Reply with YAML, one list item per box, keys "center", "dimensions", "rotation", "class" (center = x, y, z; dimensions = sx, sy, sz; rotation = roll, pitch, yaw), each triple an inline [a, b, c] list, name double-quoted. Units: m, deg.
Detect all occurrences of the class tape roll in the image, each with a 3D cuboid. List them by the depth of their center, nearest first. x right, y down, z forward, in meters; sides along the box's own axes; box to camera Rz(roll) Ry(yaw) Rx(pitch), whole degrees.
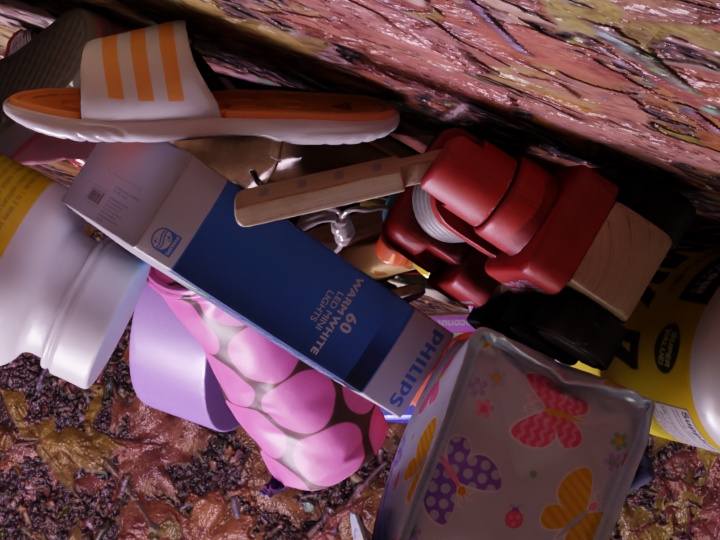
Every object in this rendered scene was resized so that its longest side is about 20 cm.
- center: [-0.100, 0.018, 1.676]
  dimensions: [0.065, 0.201, 0.200]
  rotation: [19, 175, 16]
  class: "tape roll"

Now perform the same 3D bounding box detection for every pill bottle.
- center: [0.204, 0.044, 1.226]
  dimensions: [0.114, 0.115, 0.200]
  rotation: [22, 174, -30]
  class: "pill bottle"
- center: [-0.222, -0.015, 1.230]
  dimensions: [0.199, 0.112, 0.111]
  rotation: [26, 176, 1]
  class: "pill bottle"

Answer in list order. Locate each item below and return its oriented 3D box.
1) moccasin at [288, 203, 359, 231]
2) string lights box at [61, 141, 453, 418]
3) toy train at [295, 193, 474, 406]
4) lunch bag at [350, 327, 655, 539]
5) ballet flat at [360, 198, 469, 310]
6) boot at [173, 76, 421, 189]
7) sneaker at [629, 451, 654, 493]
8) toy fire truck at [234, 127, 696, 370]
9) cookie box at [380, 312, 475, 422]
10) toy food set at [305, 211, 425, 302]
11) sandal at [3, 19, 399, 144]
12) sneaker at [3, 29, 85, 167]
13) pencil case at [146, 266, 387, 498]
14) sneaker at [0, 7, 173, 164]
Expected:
- center: [-0.097, -0.061, 1.466]
  dimensions: [0.199, 0.081, 0.068]
  rotation: [16, -174, 28]
  class: "moccasin"
- center: [-0.055, -0.001, 1.203]
  dimensions: [0.200, 0.059, 0.103]
  rotation: [34, 177, -34]
  class: "string lights box"
- center: [0.052, 0.024, 1.328]
  dimensions: [0.200, 0.150, 0.056]
  rotation: [51, -164, -40]
  class: "toy train"
- center: [0.058, 0.139, 1.158]
  dimensions: [0.127, 0.201, 0.170]
  rotation: [21, 177, -1]
  class: "lunch bag"
- center: [0.042, -0.014, 1.581]
  dimensions: [0.199, 0.070, 0.069]
  rotation: [14, 175, 2]
  class: "ballet flat"
- center: [-0.045, -0.063, 1.286]
  dimensions: [0.200, 0.076, 0.074]
  rotation: [15, 171, 40]
  class: "boot"
- center: [0.108, 0.127, 1.438]
  dimensions: [0.199, 0.074, 0.081]
  rotation: [-2, 166, -41]
  class: "sneaker"
- center: [0.042, -0.028, 1.147]
  dimensions: [0.200, 0.129, 0.176]
  rotation: [33, 173, -11]
  class: "toy fire truck"
- center: [0.110, 0.071, 1.526]
  dimensions: [0.171, 0.076, 0.200]
  rotation: [-1, 175, 22]
  class: "cookie box"
- center: [0.000, 0.000, 1.442]
  dimensions: [0.199, 0.049, 0.198]
  rotation: [-22, 172, 16]
  class: "toy food set"
- center: [-0.082, -0.102, 1.150]
  dimensions: [0.206, 0.059, 0.079]
  rotation: [0, -164, -8]
  class: "sandal"
- center: [-0.136, -0.093, 1.398]
  dimensions: [0.200, 0.082, 0.078]
  rotation: [35, -165, -4]
  class: "sneaker"
- center: [-0.060, 0.049, 1.351]
  dimensions: [0.094, 0.091, 0.200]
  rotation: [23, 149, 43]
  class: "pencil case"
- center: [-0.174, -0.088, 1.297]
  dimensions: [0.104, 0.076, 0.200]
  rotation: [18, 154, -38]
  class: "sneaker"
